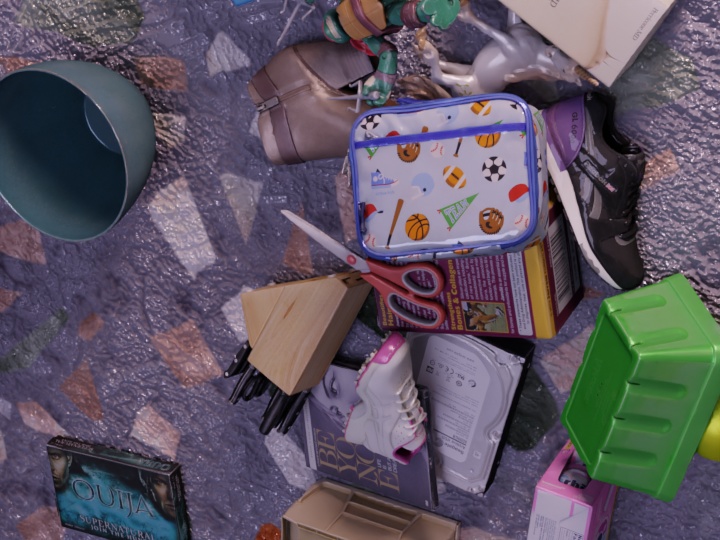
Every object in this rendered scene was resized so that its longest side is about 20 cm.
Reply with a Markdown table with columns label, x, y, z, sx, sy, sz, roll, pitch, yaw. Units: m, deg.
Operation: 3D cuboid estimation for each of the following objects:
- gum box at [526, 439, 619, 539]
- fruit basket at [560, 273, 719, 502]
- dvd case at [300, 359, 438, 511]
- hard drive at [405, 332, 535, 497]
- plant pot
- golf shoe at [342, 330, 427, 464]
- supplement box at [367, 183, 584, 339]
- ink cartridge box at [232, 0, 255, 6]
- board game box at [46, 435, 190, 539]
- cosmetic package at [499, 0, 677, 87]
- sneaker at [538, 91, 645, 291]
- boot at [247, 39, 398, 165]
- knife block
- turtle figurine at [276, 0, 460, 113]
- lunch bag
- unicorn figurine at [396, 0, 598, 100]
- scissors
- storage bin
| label | x | y | z | sx | sy | sz | roll | pitch | yaw |
| --- | --- | --- | --- | --- | --- | --- | --- | --- | --- |
| gum box | 0.226 | 0.283 | 1.695 | 0.066 | 0.113 | 0.202 | 17 | 123 | 20 |
| fruit basket | 0.326 | 0.124 | 1.564 | 0.213 | 0.156 | 0.217 | -10 | 129 | -12 |
| dvd case | 0.004 | 0.181 | 1.793 | 0.199 | 0.016 | 0.150 | 13 | 118 | 41 |
| hard drive | 0.103 | 0.142 | 1.740 | 0.139 | 0.038 | 0.201 | 25 | 126 | 17 |
| plant pot | -0.306 | -0.151 | 1.755 | 0.198 | 0.135 | 0.202 | 14 | 121 | 24 |
| golf shoe | 0.039 | 0.137 | 1.667 | 0.091 | 0.075 | 0.201 | 33 | 150 | 14 |
| supplement box | 0.115 | -0.012 | 1.609 | 0.198 | 0.103 | 0.132 | 3 | 117 | 28 |
| ink cartridge box | -0.057 | -0.363 | 1.533 | 0.199 | 0.085 | 0.146 | -13 | 108 | 35 |
| board game box | -0.319 | 0.298 | 2.068 | 0.198 | 0.028 | 0.136 | 9 | 120 | 26 |
| cosmetic package | 0.189 | -0.276 | 1.447 | 0.200 | 0.073 | 0.104 | 39 | 127 | 7 |
| sneaker | 0.243 | -0.076 | 1.524 | 0.087 | 0.076 | 0.201 | -21 | 103 | 30 |
| boot | -0.030 | -0.143 | 1.629 | 0.145 | 0.070 | 0.202 | -23 | 83 | 21 |
| knife block | -0.065 | 0.099 | 1.768 | 0.199 | 0.064 | 0.177 | -10 | 94 | 33 |
| turtle figurine | 0.003 | -0.245 | 1.506 | 0.150 | 0.101 | 0.199 | 42 | 145 | -19 |
| lunch bag | 0.080 | -0.091 | 1.503 | 0.198 | 0.075 | 0.162 | -4 | 88 | 21 |
| unicorn figurine | 0.134 | -0.208 | 1.523 | 0.137 | 0.074 | 0.200 | 44 | 143 | -11 |
| scissors | 0.000 | 0.000 | 1.607 | 0.199 | 0.014 | 0.074 | 21 | 125 | 18 |
| storage bin | 0.007 | 0.378 | 1.885 | 0.197 | 0.094 | 0.202 | 15 | 122 | 23 |
